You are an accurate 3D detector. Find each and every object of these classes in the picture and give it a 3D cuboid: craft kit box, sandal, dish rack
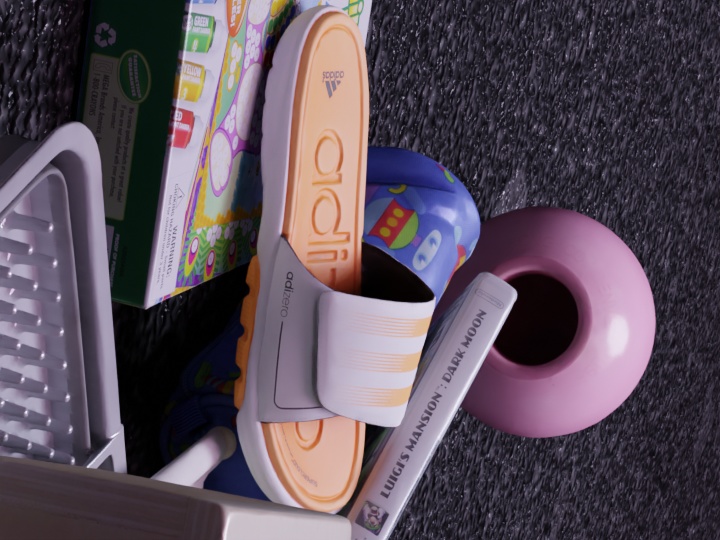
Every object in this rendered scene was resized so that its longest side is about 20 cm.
[{"bbox_3d":[-0.048,-0.101,1.064,0.197,0.048,0.201,-32,134,-68],"label":"craft kit box"},{"bbox_3d":[-0.005,0.000,1.062,0.079,0.059,0.207,-12,106,-56],"label":"sandal"},{"bbox_3d":[-0.138,0.061,0.911,0.172,0.043,0.201,-53,151,-48],"label":"dish rack"}]

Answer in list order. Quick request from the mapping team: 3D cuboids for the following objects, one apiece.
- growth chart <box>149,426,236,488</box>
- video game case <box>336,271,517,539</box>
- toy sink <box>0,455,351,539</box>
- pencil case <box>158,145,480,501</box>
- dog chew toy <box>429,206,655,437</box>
[{"bbox_3d":[-0.098,0.154,1.061,0.145,0.018,0.201,-50,162,-66],"label":"growth chart"},{"bbox_3d":[-0.007,0.108,1.202,0.182,0.023,0.200,-61,-175,-26],"label":"video game case"},{"bbox_3d":[-0.089,0.168,0.890,0.130,0.112,0.201,19,80,-71],"label":"toy sink"},{"bbox_3d":[-0.018,0.023,1.181,0.078,0.087,0.200,-34,-162,46],"label":"pencil case"},{"bbox_3d":[0.105,0.031,1.495,0.200,0.124,0.125,24,80,-80],"label":"dog chew toy"}]
